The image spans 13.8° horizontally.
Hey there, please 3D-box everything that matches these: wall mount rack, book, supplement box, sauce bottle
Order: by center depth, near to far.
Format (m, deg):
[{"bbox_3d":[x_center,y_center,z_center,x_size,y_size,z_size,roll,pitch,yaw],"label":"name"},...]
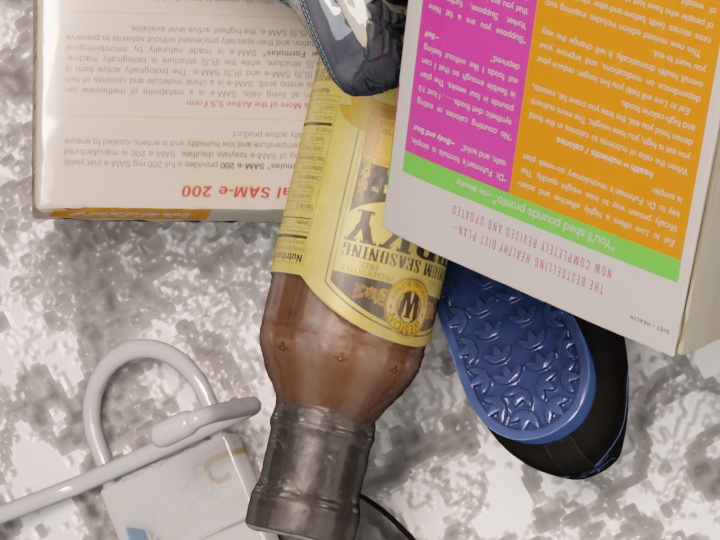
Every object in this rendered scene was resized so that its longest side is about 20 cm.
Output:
[{"bbox_3d":[0.074,-0.090,0.954,0.134,0.048,0.200,22,116,33],"label":"book"},{"bbox_3d":[0.000,0.000,1.078,0.065,0.065,0.200,11,87,11],"label":"sauce bottle"},{"bbox_3d":[-0.063,-0.119,1.139,0.126,0.074,0.200,1,89,-9],"label":"supplement box"},{"bbox_3d":[-0.095,0.135,1.157,0.174,0.075,0.200,-26,83,28],"label":"wall mount rack"}]

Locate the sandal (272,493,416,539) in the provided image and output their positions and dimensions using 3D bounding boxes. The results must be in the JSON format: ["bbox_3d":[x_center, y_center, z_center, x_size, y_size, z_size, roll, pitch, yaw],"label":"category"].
[{"bbox_3d":[0.040,0.164,1.143,0.200,0.045,0.075,40,96,9],"label":"sandal"}]

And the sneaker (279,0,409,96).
[{"bbox_3d":[-0.044,-0.132,1.050,0.086,0.078,0.200,-30,60,7],"label":"sneaker"}]

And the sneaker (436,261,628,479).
[{"bbox_3d":[0.054,-0.012,1.138,0.070,0.078,0.200,-18,64,13],"label":"sneaker"}]
